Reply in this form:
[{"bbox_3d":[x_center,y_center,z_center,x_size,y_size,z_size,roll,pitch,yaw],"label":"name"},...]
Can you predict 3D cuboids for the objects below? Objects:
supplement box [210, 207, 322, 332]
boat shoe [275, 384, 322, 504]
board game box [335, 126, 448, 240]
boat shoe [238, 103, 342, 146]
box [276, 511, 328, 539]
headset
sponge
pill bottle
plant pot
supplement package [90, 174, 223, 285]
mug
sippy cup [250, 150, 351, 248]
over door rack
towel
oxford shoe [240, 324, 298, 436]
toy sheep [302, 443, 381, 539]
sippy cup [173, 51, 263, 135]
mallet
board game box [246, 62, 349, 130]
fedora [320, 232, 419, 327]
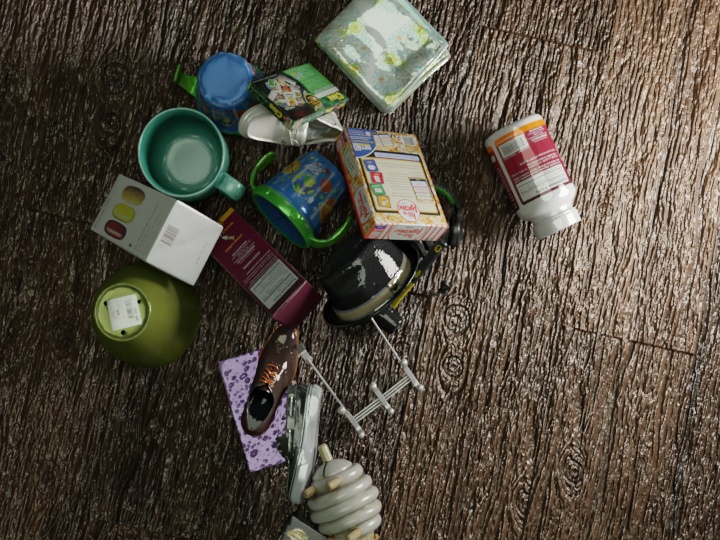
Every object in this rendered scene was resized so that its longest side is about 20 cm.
[{"bbox_3d":[-0.170,0.000,1.618,0.086,0.110,0.200,-46,70,-3],"label":"supplement box"},{"bbox_3d":[-0.111,0.294,1.621,0.070,0.072,0.204,7,82,6],"label":"boat shoe"},{"bbox_3d":[0.052,-0.148,1.620,0.149,0.046,0.202,2,57,-30],"label":"board game box"},{"bbox_3d":[-0.114,-0.249,1.636,0.198,0.072,0.069,-9,43,-33],"label":"boat shoe"},{"bbox_3d":[-0.085,0.559,1.636,0.198,0.050,0.200,31,85,2],"label":"box"},{"bbox_3d":[0.128,-0.058,1.686,0.121,0.094,0.203,-13,71,-3],"label":"headset"},{"bbox_3d":[-0.171,0.243,1.667,0.110,0.030,0.203,-17,85,-3],"label":"sponge"},{"bbox_3d":[0.307,-0.162,1.663,0.112,0.113,0.202,-24,87,-3],"label":"pill bottle"},{"bbox_3d":[-0.377,0.071,1.591,0.184,0.200,0.191,0,85,-1],"label":"plant pot"},{"bbox_3d":[-0.346,-0.071,1.596,0.199,0.109,0.115,23,84,44],"label":"supplement package"},{"bbox_3d":[-0.298,-0.182,1.654,0.150,0.114,0.187,-24,87,-3],"label":"mug"},{"bbox_3d":[-0.098,-0.132,1.645,0.131,0.139,0.178,-47,112,-14],"label":"sippy cup"},{"bbox_3d":[0.001,0.173,1.637,0.147,0.067,0.201,-36,102,-4],"label":"over door rack"},{"bbox_3d":[0.043,-0.406,1.709,0.171,0.048,0.200,-44,87,-4],"label":"towel"},{"bbox_3d":[-0.151,0.186,1.619,0.070,0.073,0.203,17,79,-2],"label":"oxford shoe"},{"bbox_3d":[-0.030,0.393,1.608,0.136,0.138,0.203,-17,87,-2],"label":"toy sheep"},{"bbox_3d":[-0.230,-0.318,1.657,0.175,0.130,0.142,-20,86,-2],"label":"sippy cup"},{"bbox_3d":[0.092,0.031,1.645,0.066,0.041,0.200,46,114,0],"label":"mallet"},{"bbox_3d":[-0.105,-0.304,1.633,0.105,0.200,0.024,41,123,8],"label":"board game box"},{"bbox_3d":[0.000,0.000,1.605,0.200,0.201,0.092,-37,116,-3],"label":"fedora"}]
